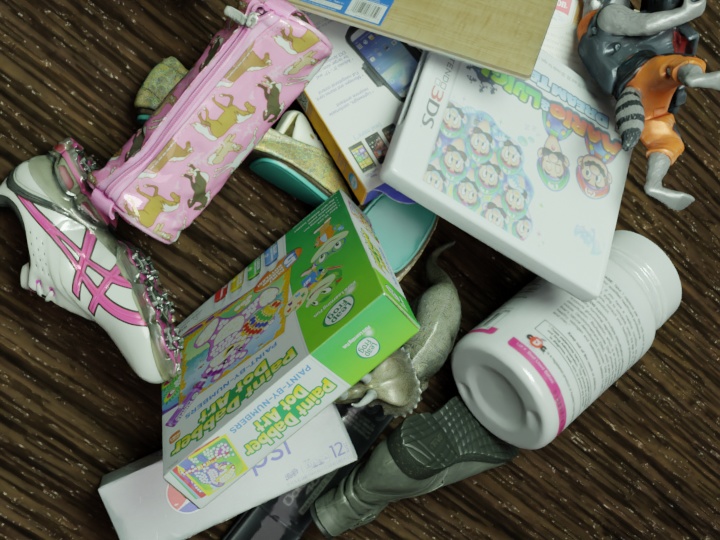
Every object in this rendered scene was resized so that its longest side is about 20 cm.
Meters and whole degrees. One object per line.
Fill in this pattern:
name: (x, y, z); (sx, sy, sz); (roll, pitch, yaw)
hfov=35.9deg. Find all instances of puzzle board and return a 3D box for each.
puzzle board: (0.051, -0.220, 0.859); (0.199, 0.017, 0.151); (18, 51, 7)

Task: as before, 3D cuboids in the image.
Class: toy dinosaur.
toy dinosaur: (0.052, 0.058, 0.930); (0.077, 0.102, 0.200); (40, 66, -3)

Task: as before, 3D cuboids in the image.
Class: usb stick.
usb stick: (-0.044, 0.179, 0.966); (0.055, 0.033, 0.200); (40, 84, -12)

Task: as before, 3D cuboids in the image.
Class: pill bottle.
pill bottle: (0.184, 0.055, 0.970); (0.200, 0.113, 0.114); (-36, 109, -28)

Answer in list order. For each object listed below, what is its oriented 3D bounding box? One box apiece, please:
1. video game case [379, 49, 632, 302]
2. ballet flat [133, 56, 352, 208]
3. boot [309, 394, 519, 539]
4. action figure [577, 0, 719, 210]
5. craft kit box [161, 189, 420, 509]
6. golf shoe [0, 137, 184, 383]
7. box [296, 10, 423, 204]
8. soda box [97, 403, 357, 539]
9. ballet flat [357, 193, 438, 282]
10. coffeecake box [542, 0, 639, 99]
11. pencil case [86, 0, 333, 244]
video game case: (0.124, -0.098, 0.869); (0.200, 0.024, 0.183); (30, 60, -19)
ballet flat: (-0.081, -0.110, 0.891); (0.199, 0.071, 0.071); (25, 89, -20)
boot: (0.046, 0.173, 0.976); (0.131, 0.068, 0.200); (-42, 156, 27)
action figure: (0.217, -0.173, 0.850); (0.104, 0.194, 0.201); (-12, 133, -5)
craft kit box: (-0.063, 0.049, 0.822); (0.200, 0.198, 0.049); (-40, 118, 8)
golf shoe: (-0.206, 0.004, 0.845); (0.092, 0.073, 0.200); (-30, 83, 0)
box: (0.013, -0.148, 0.892); (0.119, 0.041, 0.200); (-29, 84, -13)
soda box: (-0.108, 0.160, 0.907); (0.199, 0.063, 0.068); (-24, 93, -9)
ballet flat: (0.000, 0.000, 0.937); (0.070, 0.065, 0.200); (34, 85, -10)
coffeecake box: (0.161, -0.141, 0.969); (0.153, 0.073, 0.201); (14, 93, -20)
pencil case: (-0.109, -0.111, 0.802); (0.086, 0.083, 0.200); (35, 100, -32)
